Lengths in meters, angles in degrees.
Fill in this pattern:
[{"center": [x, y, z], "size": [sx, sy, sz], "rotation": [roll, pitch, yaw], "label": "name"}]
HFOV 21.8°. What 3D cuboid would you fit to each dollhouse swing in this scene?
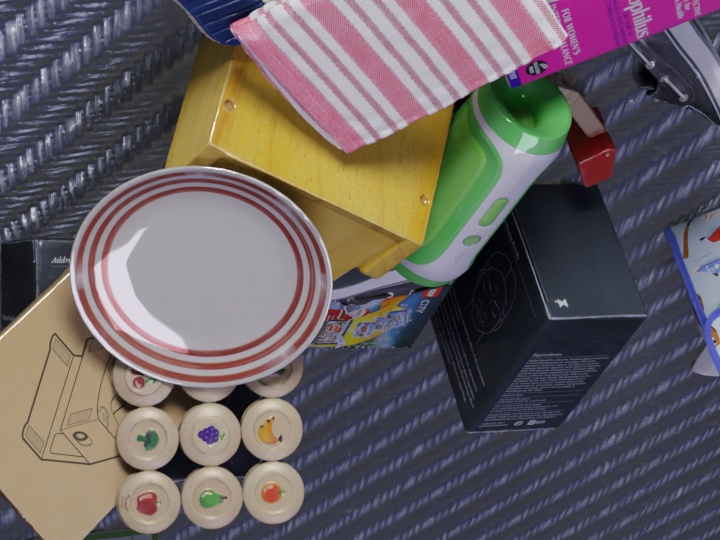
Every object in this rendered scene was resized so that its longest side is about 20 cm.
[{"center": [-0.066, -0.089, 1.469], "size": [0.199, 0.184, 0.175], "rotation": [23, 160, -29], "label": "dollhouse swing"}]

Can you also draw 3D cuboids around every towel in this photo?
[{"center": [0.027, -0.170, 1.311], "size": [0.199, 0.030, 0.146], "rotation": [-25, 135, 21], "label": "towel"}]

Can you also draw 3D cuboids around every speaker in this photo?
[{"center": [0.090, -0.073, 1.503], "size": [0.088, 0.089, 0.200], "rotation": [3, 144, -29], "label": "speaker"}]

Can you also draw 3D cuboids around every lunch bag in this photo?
[{"center": [0.403, 0.026, 1.792], "size": [0.169, 0.202, 0.124], "rotation": [-22, 149, 12], "label": "lunch bag"}]

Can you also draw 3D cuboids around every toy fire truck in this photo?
[{"center": [0.135, -0.129, 1.567], "size": [0.140, 0.049, 0.201], "rotation": [-19, 148, 3], "label": "toy fire truck"}]

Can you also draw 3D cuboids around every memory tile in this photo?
[{"center": [-0.120, 0.104, 1.471], "size": [0.151, 0.203, 0.017], "rotation": [-2, -178, -8], "label": "memory tile"}]

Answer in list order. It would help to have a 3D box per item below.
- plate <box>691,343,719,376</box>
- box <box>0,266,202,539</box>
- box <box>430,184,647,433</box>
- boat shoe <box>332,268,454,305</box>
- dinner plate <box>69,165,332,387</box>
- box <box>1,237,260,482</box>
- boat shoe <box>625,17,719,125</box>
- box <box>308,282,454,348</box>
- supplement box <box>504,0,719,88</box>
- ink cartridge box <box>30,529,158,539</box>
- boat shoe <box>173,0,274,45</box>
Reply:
[{"center": [0.485, 0.058, 2.044], "size": [0.198, 0.033, 0.200], "rotation": [-6, 147, -18], "label": "plate"}, {"center": [-0.217, 0.098, 1.471], "size": [0.200, 0.164, 0.021], "rotation": [-45, -163, -20], "label": "box"}, {"center": [0.159, 0.036, 1.743], "size": [0.106, 0.150, 0.201], "rotation": [-1, 146, -24], "label": "box"}, {"center": [0.000, 0.000, 1.625], "size": [0.198, 0.070, 0.067], "rotation": [-13, 146, -15], "label": "boat shoe"}, {"center": [-0.119, 0.003, 1.409], "size": [0.198, 0.024, 0.202], "rotation": [1, 124, 2], "label": "dinner plate"}, {"center": [-0.192, 0.073, 1.561], "size": [0.198, 0.199, 0.124], "rotation": [1, -179, -25], "label": "box"}, {"center": [0.257, -0.170, 1.538], "size": [0.067, 0.072, 0.200], "rotation": [-29, 144, 16], "label": "boat shoe"}, {"center": [0.018, 0.004, 1.731], "size": [0.135, 0.038, 0.201], "rotation": [0, 145, -25], "label": "box"}, {"center": [0.179, -0.232, 1.374], "size": [0.198, 0.104, 0.101], "rotation": [-22, 147, 6], "label": "supplement box"}, {"center": [-0.326, 0.344, 2.087], "size": [0.198, 0.060, 0.104], "rotation": [-5, 147, -18], "label": "ink cartridge box"}, {"center": [-0.117, -0.228, 1.268], "size": [0.072, 0.073, 0.200], "rotation": [-18, 154, 7], "label": "boat shoe"}]
